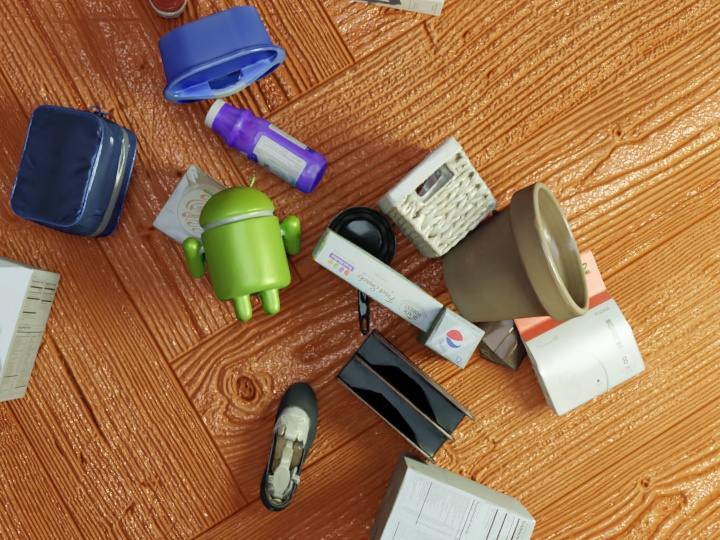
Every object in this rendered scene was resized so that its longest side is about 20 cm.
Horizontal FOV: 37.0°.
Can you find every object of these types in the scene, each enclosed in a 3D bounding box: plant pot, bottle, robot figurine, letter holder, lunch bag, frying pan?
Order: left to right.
[{"bbox_3d":[-0.430,-0.157,1.645,0.134,0.132,0.203,15,88,16],"label":"lunch bag"},{"bbox_3d":[-0.168,-0.030,1.564,0.173,0.116,0.203,-13,88,-7],"label":"robot figurine"},{"bbox_3d":[-0.148,-0.195,1.671,0.198,0.084,0.066,32,87,0],"label":"bottle"},{"bbox_3d":[0.015,-0.009,1.688,0.114,0.031,0.192,-25,99,1],"label":"frying pan"},{"bbox_3d":[0.066,0.191,1.622,0.199,0.142,0.101,41,87,1],"label":"letter holder"},{"bbox_3d":[0.217,-0.007,1.567,0.173,0.200,0.203,-19,87,23],"label":"plant pot"}]

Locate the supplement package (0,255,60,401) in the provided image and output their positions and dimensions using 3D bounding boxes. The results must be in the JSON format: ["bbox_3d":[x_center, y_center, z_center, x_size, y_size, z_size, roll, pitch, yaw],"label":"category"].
[{"bbox_3d":[-0.568,0.077,1.618,0.149,0.151,0.203,16,87,1],"label":"supplement package"}]

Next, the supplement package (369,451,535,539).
[{"bbox_3d":[0.129,0.383,1.588,0.197,0.191,0.149,22,88,1],"label":"supplement package"}]

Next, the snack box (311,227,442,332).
[{"bbox_3d":[0.021,0.012,1.607,0.198,0.142,0.053,33,93,-6],"label":"snack box"}]

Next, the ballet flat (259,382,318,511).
[{"bbox_3d":[-0.109,0.273,1.654,0.072,0.073,0.203,15,87,0],"label":"ballet flat"}]

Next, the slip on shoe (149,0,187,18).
[{"bbox_3d":[-0.312,-0.501,1.698,0.073,0.061,0.204,-3,88,-2],"label":"slip on shoe"}]

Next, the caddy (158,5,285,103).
[{"bbox_3d":[-0.214,-0.318,1.649,0.197,0.141,0.106,-20,82,-1],"label":"caddy"}]

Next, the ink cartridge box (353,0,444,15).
[{"bbox_3d":[0.043,-0.497,1.688,0.197,0.084,0.147,9,87,-1],"label":"ink cartridge box"}]

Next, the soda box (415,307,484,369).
[{"bbox_3d":[0.131,0.098,1.599,0.068,0.200,0.064,32,88,1],"label":"soda box"}]

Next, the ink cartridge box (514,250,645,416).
[{"bbox_3d":[0.329,0.097,1.648,0.161,0.057,0.202,-26,106,-7],"label":"ink cartridge box"}]

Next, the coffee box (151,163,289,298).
[{"bbox_3d":[-0.206,-0.059,1.664,0.199,0.080,0.115,35,88,1],"label":"coffee box"}]

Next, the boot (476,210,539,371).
[{"bbox_3d":[0.223,0.034,1.676,0.186,0.064,0.201,39,92,0],"label":"boot"}]

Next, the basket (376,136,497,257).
[{"bbox_3d":[0.115,-0.103,1.615,0.135,0.200,0.124,-41,93,-2],"label":"basket"}]
